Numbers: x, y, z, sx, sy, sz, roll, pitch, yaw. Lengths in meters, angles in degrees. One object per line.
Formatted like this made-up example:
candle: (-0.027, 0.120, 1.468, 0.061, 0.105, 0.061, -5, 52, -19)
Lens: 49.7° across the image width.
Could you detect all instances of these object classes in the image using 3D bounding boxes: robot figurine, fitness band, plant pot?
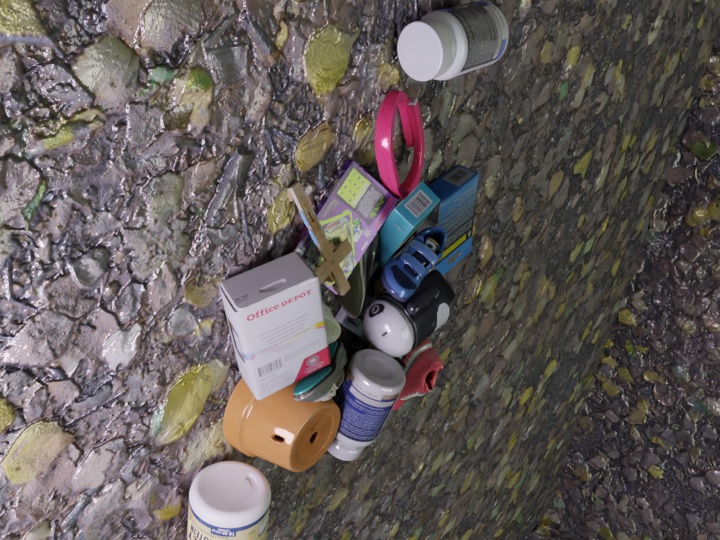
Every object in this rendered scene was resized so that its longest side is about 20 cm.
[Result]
robot figurine: (0.092, 0.079, 1.506, 0.199, 0.124, 0.152, -35, 137, -31)
fitness band: (0.072, -0.219, 1.374, 0.202, 0.037, 0.145, 72, 34, -47)
plant pot: (-0.130, 0.267, 1.402, 0.199, 0.139, 0.203, -36, 142, -35)

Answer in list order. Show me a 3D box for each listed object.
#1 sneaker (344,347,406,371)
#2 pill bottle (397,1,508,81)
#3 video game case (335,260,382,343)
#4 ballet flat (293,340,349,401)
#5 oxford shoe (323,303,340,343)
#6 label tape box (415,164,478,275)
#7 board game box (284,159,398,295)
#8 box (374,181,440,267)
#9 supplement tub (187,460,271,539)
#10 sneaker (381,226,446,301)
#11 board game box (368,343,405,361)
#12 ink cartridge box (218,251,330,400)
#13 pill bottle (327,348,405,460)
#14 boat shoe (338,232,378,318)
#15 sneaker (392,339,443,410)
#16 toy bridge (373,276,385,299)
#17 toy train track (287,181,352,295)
sneaker: (-0.004, 0.172, 1.520, 0.106, 0.075, 0.199, -46, 127, 11)
pill bottle: (0.159, -0.393, 1.336, 0.199, 0.113, 0.115, -29, 137, -43)
video game case: (0.040, 0.055, 1.603, 0.183, 0.023, 0.200, -58, 149, -6)
ballet flat: (-0.059, 0.189, 1.353, 0.064, 0.067, 0.200, 63, 22, -13)
oxford shoe: (-0.105, 0.062, 1.364, 0.075, 0.058, 0.200, -38, 135, 7)
label tape box: (0.181, -0.101, 1.650, 0.144, 0.063, 0.203, -36, 141, -37)
board game box: (-0.031, -0.074, 1.338, 0.120, 0.032, 0.202, 37, 82, -27)
box: (0.075, -0.080, 1.428, 0.082, 0.049, 0.200, -45, 176, -24)
supplement tub: (-0.237, 0.461, 1.390, 0.143, 0.143, 0.203, -24, 133, -45)
sneaker: (0.102, -0.020, 1.440, 0.082, 0.074, 0.201, -42, -172, 40)
board game box: (0.028, 0.222, 1.669, 0.201, 0.026, 0.199, -51, 152, 12)
ink cartridge box: (-0.136, 0.090, 1.263, 0.146, 0.086, 0.203, -23, 131, -21)
pill bottle: (0.000, 0.257, 1.460, 0.110, 0.111, 0.202, -16, 138, -50)
boat shoe: (0.000, 0.000, 1.450, 0.067, 0.071, 0.203, -26, 132, -39)
sneaker: (0.115, 0.248, 1.699, 0.073, 0.087, 0.202, -11, 137, -44)
toy bridge: (0.054, 0.086, 1.600, 0.067, 0.027, 0.201, -49, 148, -18)
toy train track: (-0.074, -0.049, 1.278, 0.115, 0.032, 0.202, -46, 119, -44)
